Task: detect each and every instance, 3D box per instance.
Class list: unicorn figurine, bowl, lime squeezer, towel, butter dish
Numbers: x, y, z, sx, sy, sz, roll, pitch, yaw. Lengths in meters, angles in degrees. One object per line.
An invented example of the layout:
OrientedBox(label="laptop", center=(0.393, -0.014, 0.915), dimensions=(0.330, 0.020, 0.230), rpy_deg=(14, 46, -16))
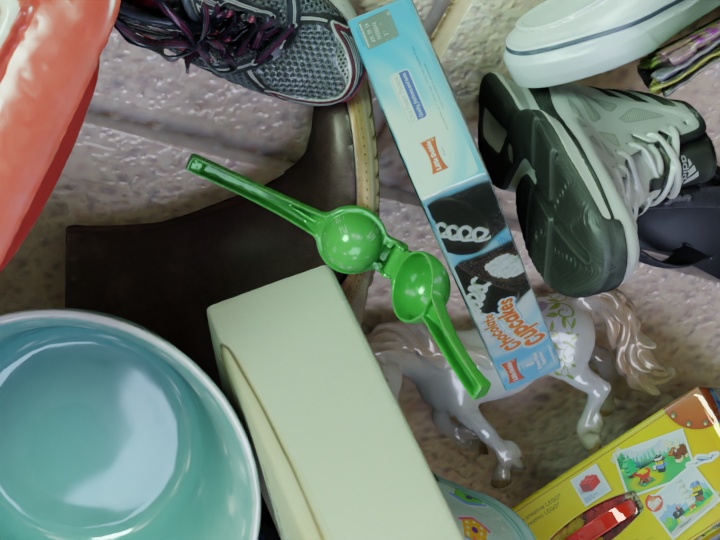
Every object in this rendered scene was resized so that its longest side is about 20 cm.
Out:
OrientedBox(label="unicorn figurine", center=(0.077, 0.065, 1.230), dimensions=(0.199, 0.074, 0.138), rpy_deg=(-32, 124, -5))
OrientedBox(label="bowl", center=(-0.149, 0.102, 1.082), dimensions=(0.199, 0.105, 0.203), rpy_deg=(0, 105, -1))
OrientedBox(label="lime squeezer", center=(0.000, 0.000, 1.043), dimensions=(0.070, 0.200, 0.038), rpy_deg=(-28, 148, -45))
OrientedBox(label="towel", center=(0.228, -0.139, 1.044), dimensions=(0.199, 0.144, 0.023), rpy_deg=(-27, 92, 6))
OrientedBox(label="butter dish", center=(-0.203, -0.073, 0.953), dimensions=(0.201, 0.199, 0.148), rpy_deg=(-64, 161, 0))

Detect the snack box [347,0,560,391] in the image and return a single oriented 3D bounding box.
OrientedBox(label="snack box", center=(0.050, -0.035, 1.062), dimensions=(0.037, 0.117, 0.200), rpy_deg=(-23, 146, 3))

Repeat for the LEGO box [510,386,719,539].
OrientedBox(label="LEGO box", center=(0.163, 0.157, 1.280), dimensions=(0.199, 0.078, 0.149), rpy_deg=(-36, 163, 17))

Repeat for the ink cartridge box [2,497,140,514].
OrientedBox(label="ink cartridge box", center=(-0.202, 0.185, 1.210), dimensions=(0.198, 0.044, 0.174), rpy_deg=(6, 151, -3))

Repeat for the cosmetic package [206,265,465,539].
OrientedBox(label="cosmetic package", center=(-0.009, 0.106, 1.032), dimensions=(0.072, 0.201, 0.104), rpy_deg=(-19, 135, -10))

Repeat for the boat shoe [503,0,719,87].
OrientedBox(label="boat shoe", center=(0.155, -0.163, 1.047), dimensions=(0.199, 0.074, 0.067), rpy_deg=(-27, 114, 1))

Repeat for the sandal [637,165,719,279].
OrientedBox(label="sandal", center=(0.186, -0.029, 1.184), dimensions=(0.199, 0.043, 0.076), rpy_deg=(16, 126, -27))

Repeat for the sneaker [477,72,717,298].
OrientedBox(label="sneaker", center=(0.134, -0.053, 1.042), dimensions=(0.114, 0.201, 0.076), rpy_deg=(-3, 116, -10))

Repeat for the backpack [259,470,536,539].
OrientedBox(label="backpack", center=(0.014, 0.192, 1.173), dimensions=(0.152, 0.199, 0.178), rpy_deg=(10, 96, -37))

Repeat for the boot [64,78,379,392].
OrientedBox(label="boot", center=(-0.075, -0.013, 1.110), dimensions=(0.165, 0.073, 0.202), rpy_deg=(5, 117, -4))

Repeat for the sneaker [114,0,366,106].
OrientedBox(label="sneaker", center=(-0.079, -0.126, 1.001), dimensions=(0.199, 0.075, 0.081), rpy_deg=(25, 120, -34))
